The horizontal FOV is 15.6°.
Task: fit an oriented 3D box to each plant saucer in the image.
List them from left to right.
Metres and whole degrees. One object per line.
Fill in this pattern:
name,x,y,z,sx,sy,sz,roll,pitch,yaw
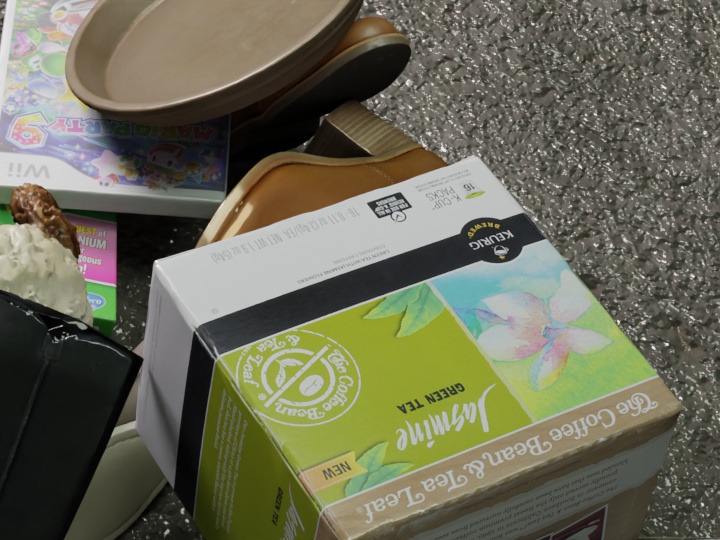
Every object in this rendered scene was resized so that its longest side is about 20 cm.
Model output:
plant saucer,-0.079,-0.147,1.541,0.199,0.030,0.200,-19,33,13

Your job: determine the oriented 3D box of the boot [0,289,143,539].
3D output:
boot,-0.220,0.100,1.320,0.164,0.201,0.066,22,11,-12

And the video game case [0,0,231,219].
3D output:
video game case,-0.148,-0.113,1.587,0.142,0.018,0.201,4,48,-4

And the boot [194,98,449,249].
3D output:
boot,0.000,0.000,1.495,0.155,0.077,0.200,41,42,9

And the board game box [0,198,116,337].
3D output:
board game box,-0.221,-0.044,1.556,0.152,0.040,0.201,8,48,-15

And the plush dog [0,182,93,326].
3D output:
plush dog,-0.223,0.014,1.395,0.171,0.160,0.201,17,72,-20

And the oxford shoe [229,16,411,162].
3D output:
oxford shoe,-0.037,-0.123,1.581,0.071,0.200,0.072,-10,83,-32

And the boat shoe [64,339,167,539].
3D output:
boat shoe,-0.133,0.089,1.455,0.059,0.072,0.200,26,48,28

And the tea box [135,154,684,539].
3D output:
tea box,0.019,0.074,1.327,0.199,0.134,0.197,-20,54,-26

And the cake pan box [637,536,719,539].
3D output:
cake pan box,0.168,0.262,1.335,0.052,0.201,0.185,-5,43,12
